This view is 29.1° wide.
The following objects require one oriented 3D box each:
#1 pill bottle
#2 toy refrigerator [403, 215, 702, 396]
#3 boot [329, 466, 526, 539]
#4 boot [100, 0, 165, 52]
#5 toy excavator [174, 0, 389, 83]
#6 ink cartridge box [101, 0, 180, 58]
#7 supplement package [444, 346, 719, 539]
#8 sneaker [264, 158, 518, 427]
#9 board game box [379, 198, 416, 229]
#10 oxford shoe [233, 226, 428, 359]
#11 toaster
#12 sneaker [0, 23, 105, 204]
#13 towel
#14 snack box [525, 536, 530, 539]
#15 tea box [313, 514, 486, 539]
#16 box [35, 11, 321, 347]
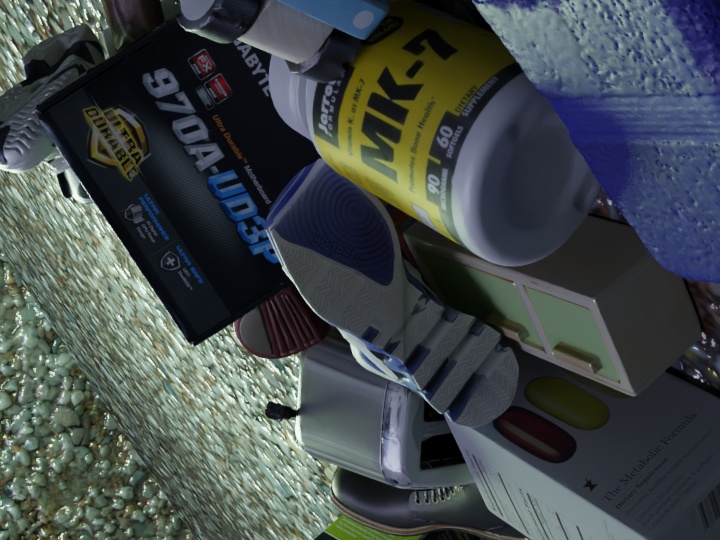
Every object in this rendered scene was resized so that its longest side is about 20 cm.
[{"bbox_3d":[0.040,-0.091,0.810,0.199,0.114,0.115,32,153,43],"label":"pill bottle"},{"bbox_3d":[0.115,0.008,0.884,0.199,0.070,0.076,22,145,55],"label":"toy refrigerator"},{"bbox_3d":[0.066,0.174,1.167,0.198,0.078,0.139,3,156,10],"label":"boot"},{"bbox_3d":[-0.171,-0.248,1.035,0.187,0.064,0.202,-131,29,-53],"label":"boot"},{"bbox_3d":[-0.004,-0.189,0.723,0.099,0.200,0.195,16,-145,-41],"label":"toy excavator"},{"bbox_3d":[-0.133,-0.108,1.166,0.148,0.085,0.201,-117,2,-53],"label":"ink cartridge box"},{"bbox_3d":[0.167,0.132,0.915,0.199,0.114,0.110,27,151,49],"label":"supplement package"},{"bbox_3d":[0.007,0.023,0.921,0.199,0.081,0.115,46,167,-14],"label":"sneaker"},{"bbox_3d":[-0.025,-0.113,1.028,0.134,0.045,0.201,40,158,31],"label":"board game box"},{"bbox_3d":[0.000,0.000,1.027,0.075,0.198,0.071,-77,-32,-62],"label":"oxford shoe"},{"bbox_3d":[0.042,0.099,1.052,0.129,0.199,0.115,13,101,51],"label":"toaster"},{"bbox_3d":[-0.217,-0.094,1.062,0.200,0.079,0.130,-100,-15,-62],"label":"sneaker"},{"bbox_3d":[0.150,-0.076,0.645,0.200,0.050,0.147,51,161,-24],"label":"towel"},{"bbox_3d":[0.230,0.289,1.085,0.169,0.067,0.200,59,168,-19],"label":"snack box"},{"bbox_3d":[0.057,0.337,1.407,0.133,0.196,0.201,15,138,59],"label":"tea box"},{"bbox_3d":[-0.106,-0.072,0.969,0.201,0.158,0.046,59,179,-17],"label":"box"}]
